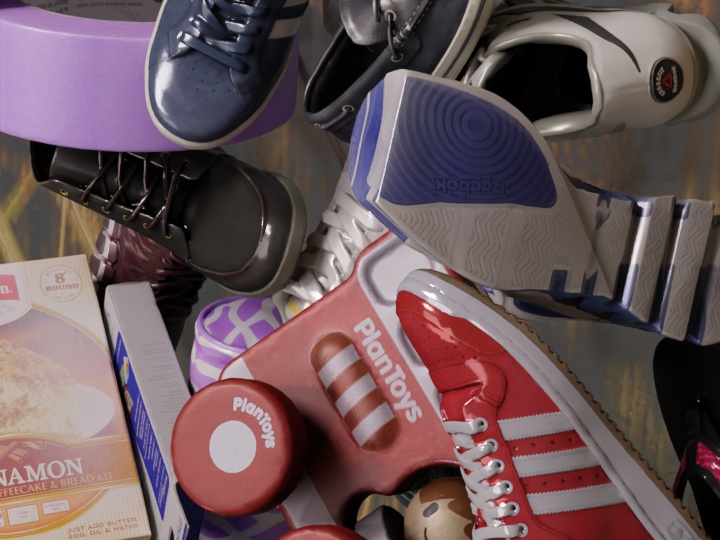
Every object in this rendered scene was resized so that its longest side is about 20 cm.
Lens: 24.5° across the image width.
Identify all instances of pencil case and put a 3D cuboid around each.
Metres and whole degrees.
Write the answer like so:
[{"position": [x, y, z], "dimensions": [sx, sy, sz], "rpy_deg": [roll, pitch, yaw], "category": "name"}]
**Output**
[{"position": [-0.073, 0.113, 1.073], "dimensions": [0.083, 0.086, 0.201], "rpy_deg": [12, 117, 7], "category": "pencil case"}]

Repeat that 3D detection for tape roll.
[{"position": [-0.135, -0.131, 0.968], "dimensions": [0.200, 0.199, 0.066], "rpy_deg": [30, 124, 44], "category": "tape roll"}]

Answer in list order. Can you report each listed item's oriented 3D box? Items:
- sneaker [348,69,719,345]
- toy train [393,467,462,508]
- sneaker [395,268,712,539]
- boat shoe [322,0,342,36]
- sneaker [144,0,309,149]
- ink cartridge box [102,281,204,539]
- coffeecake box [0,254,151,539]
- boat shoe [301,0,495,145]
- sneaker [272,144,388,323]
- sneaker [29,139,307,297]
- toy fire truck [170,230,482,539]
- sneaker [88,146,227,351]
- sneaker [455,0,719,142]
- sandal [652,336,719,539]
[{"position": [0.072, -0.015, 0.768], "dimensions": [0.115, 0.199, 0.081], "rpy_deg": [-7, 62, 65], "category": "sneaker"}, {"position": [0.079, 0.153, 0.885], "dimensions": [0.114, 0.085, 0.201], "rpy_deg": [4, 105, 42], "category": "toy train"}, {"position": [0.061, 0.102, 0.731], "dimensions": [0.200, 0.112, 0.071], "rpy_deg": [48, 167, -6], "category": "sneaker"}, {"position": [0.044, -0.191, 0.838], "dimensions": [0.200, 0.072, 0.071], "rpy_deg": [-41, 49, 45], "category": "boat shoe"}, {"position": [-0.052, -0.158, 0.833], "dimensions": [0.085, 0.075, 0.201], "rpy_deg": [135, 159, -84], "category": "sneaker"}, {"position": [-0.127, 0.109, 1.041], "dimensions": [0.095, 0.037, 0.201], "rpy_deg": [105, 152, -42], "category": "ink cartridge box"}, {"position": [-0.230, 0.100, 1.046], "dimensions": [0.073, 0.153, 0.201], "rpy_deg": [115, 142, -56], "category": "coffeecake box"}, {"position": [0.022, -0.128, 0.788], "dimensions": [0.200, 0.062, 0.075], "rpy_deg": [120, 159, -48], "category": "boat shoe"}, {"position": [0.000, 0.000, 0.929], "dimensions": [0.076, 0.080, 0.201], "rpy_deg": [40, 133, 38], "category": "sneaker"}, {"position": [-0.117, -0.041, 0.954], "dimensions": [0.200, 0.106, 0.075], "rpy_deg": [27, 100, 53], "category": "sneaker"}, {"position": [0.018, 0.097, 0.814], "dimensions": [0.168, 0.112, 0.201], "rpy_deg": [-36, 71, 13], "category": "toy fire truck"}, {"position": [-0.121, 0.000, 1.100], "dimensions": [0.115, 0.075, 0.201], "rpy_deg": [29, 123, 41], "category": "sneaker"}, {"position": [0.072, -0.096, 0.804], "dimensions": [0.200, 0.088, 0.075], "rpy_deg": [3, 105, 54], "category": "sneaker"}, {"position": [0.177, 0.125, 0.770], "dimensions": [0.075, 0.045, 0.201], "rpy_deg": [-18, 86, 55], "category": "sandal"}]
